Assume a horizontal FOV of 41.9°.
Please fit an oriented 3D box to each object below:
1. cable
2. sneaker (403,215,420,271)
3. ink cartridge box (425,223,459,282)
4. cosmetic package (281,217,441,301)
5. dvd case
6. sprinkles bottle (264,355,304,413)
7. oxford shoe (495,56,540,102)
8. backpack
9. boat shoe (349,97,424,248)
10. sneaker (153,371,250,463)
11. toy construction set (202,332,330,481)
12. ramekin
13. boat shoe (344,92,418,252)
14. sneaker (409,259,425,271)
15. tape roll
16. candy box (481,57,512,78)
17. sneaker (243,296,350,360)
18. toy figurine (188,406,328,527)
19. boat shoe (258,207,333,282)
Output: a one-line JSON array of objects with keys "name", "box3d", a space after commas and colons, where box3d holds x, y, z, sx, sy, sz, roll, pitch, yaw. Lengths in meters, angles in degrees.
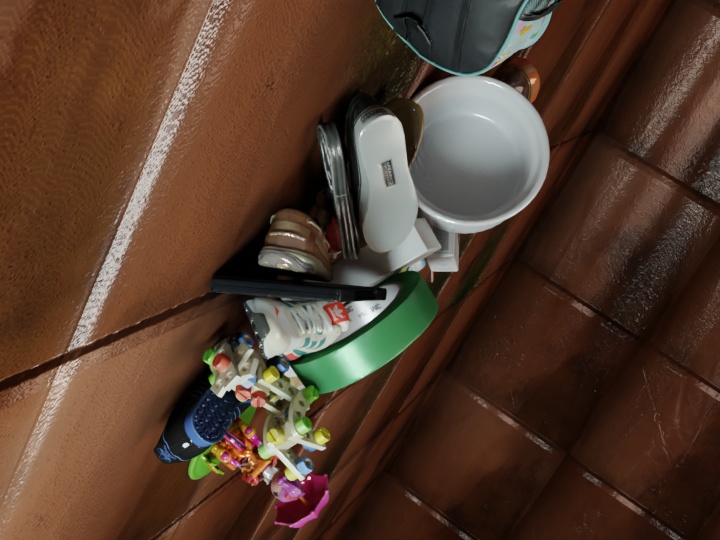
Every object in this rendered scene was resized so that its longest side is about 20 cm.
[{"name": "cable", "box3d": [-0.034, -0.077, 1.038, 0.050, 0.097, 0.200, -13, 154, -1]}, {"name": "sneaker", "box3d": [0.045, -0.075, 1.325, 0.074, 0.083, 0.200, 63, 44, -69]}, {"name": "ink cartridge box", "box3d": [0.123, -0.096, 1.364, 0.176, 0.045, 0.200, 57, 35, -75]}, {"name": "cosmetic package", "box3d": [0.000, 0.000, 1.209, 0.200, 0.051, 0.083, -30, 177, 16]}, {"name": "dvd case", "box3d": [-0.062, 0.022, 1.050, 0.200, 0.143, 0.018, 6, 89, -75]}, {"name": "sprinkles bottle", "box3d": [-0.104, 0.151, 1.342, 0.068, 0.068, 0.200, -49, 165, -28]}, {"name": "oxford shoe", "box3d": [0.203, -0.214, 1.344, 0.073, 0.071, 0.200, -41, 151, -20]}, {"name": "backpack", "box3d": [0.106, -0.281, 0.830, 0.153, 0.176, 0.200, -38, 163, -41]}, {"name": "boat shoe", "box3d": [0.017, -0.124, 1.139, 0.066, 0.074, 0.200, -82, -162, -63]}, {"name": "sneaker", "box3d": [-0.180, 0.162, 1.133, 0.078, 0.070, 0.200, -32, -174, 24]}, {"name": "toy construction set", "box3d": [-0.117, 0.144, 1.080, 0.092, 0.131, 0.200, -23, 132, 15]}, {"name": "ramekin", "box3d": [0.139, -0.144, 1.231, 0.201, 0.200, 0.098, -53, 173, -10]}, {"name": "boat shoe", "box3d": [0.021, -0.110, 1.071, 0.071, 0.064, 0.200, -19, 135, -14]}, {"name": "sneaker", "box3d": [0.018, 0.003, 1.437, 0.131, 0.080, 0.200, -33, 177, -9]}, {"name": "tape roll", "box3d": [0.002, 0.076, 1.186, 0.200, 0.048, 0.200, -31, -168, 8]}, {"name": "candy box", "box3d": [0.172, -0.231, 1.430, 0.117, 0.056, 0.200, -51, 167, -20]}, {"name": "sneaker", "box3d": [-0.065, 0.055, 1.063, 0.093, 0.070, 0.200, -23, 168, 5]}, {"name": "toy figurine", "box3d": [-0.127, 0.276, 1.311, 0.150, 0.184, 0.200, -52, 165, -17]}, {"name": "boat shoe", "box3d": [-0.065, -0.028, 1.048, 0.200, 0.076, 0.072, 85, 14, -86]}]
